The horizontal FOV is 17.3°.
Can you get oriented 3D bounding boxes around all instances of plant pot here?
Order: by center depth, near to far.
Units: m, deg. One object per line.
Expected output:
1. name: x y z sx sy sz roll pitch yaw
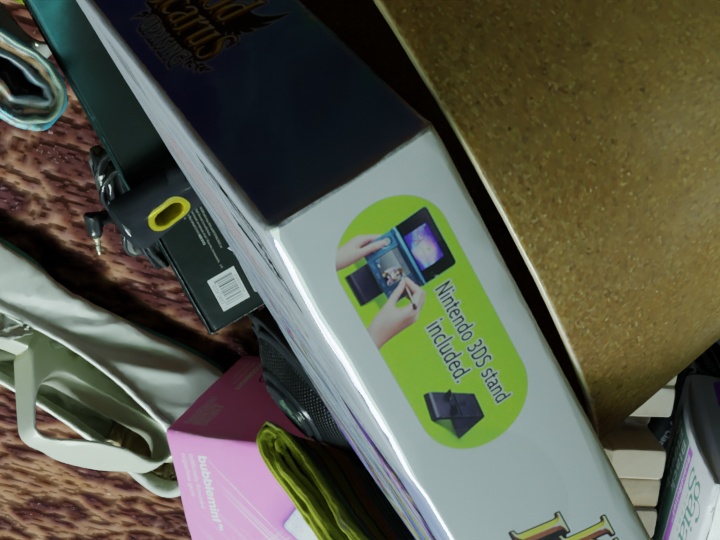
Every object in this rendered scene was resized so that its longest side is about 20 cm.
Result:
1. plant pot: 0.091 -0.086 0.586 0.200 0.186 0.186 -31 141 -4

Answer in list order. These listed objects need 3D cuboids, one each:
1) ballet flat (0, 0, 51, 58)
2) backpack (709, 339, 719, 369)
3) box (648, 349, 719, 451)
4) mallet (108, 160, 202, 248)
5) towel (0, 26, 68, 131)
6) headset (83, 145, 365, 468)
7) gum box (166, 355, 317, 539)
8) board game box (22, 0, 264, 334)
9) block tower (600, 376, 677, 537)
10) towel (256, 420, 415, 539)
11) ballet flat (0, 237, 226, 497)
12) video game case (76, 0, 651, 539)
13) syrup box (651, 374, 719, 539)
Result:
1. ballet flat: -0.079 -0.088 0.754 0.200 0.067 0.067 22 147 -17
2. backpack: 0.214 -0.012 0.657 0.200 0.176 0.153 -38 91 24
3. box: 0.147 0.091 0.873 0.200 0.122 0.106 28 103 -25
4. mallet: 0.006 -0.075 0.693 0.200 0.041 0.066 -30 137 3
5. towel: -0.177 -0.087 0.737 0.147 0.022 0.200 34 170 -22
6. headset: 0.000 0.000 0.820 0.200 0.124 0.094 11 149 29
7. gum box: 0.002 0.141 0.980 0.113 0.066 0.200 5 120 30
8. board game box: -0.024 -0.079 0.716 0.135 0.028 0.200 -30 139 -5
9. block tower: 0.064 0.034 0.730 0.058 0.054 0.200 4 109 -13
10. towel: 0.050 0.102 0.867 0.200 0.086 0.018 20 114 -46
11. ballet flat: -0.137 0.033 0.955 0.200 0.070 0.069 30 142 -25
12. video game case: 0.004 0.009 0.609 0.045 0.200 0.181 -32 121 -5
13. syrup box: 0.192 0.099 0.750 0.200 0.081 0.079 11 113 -3
